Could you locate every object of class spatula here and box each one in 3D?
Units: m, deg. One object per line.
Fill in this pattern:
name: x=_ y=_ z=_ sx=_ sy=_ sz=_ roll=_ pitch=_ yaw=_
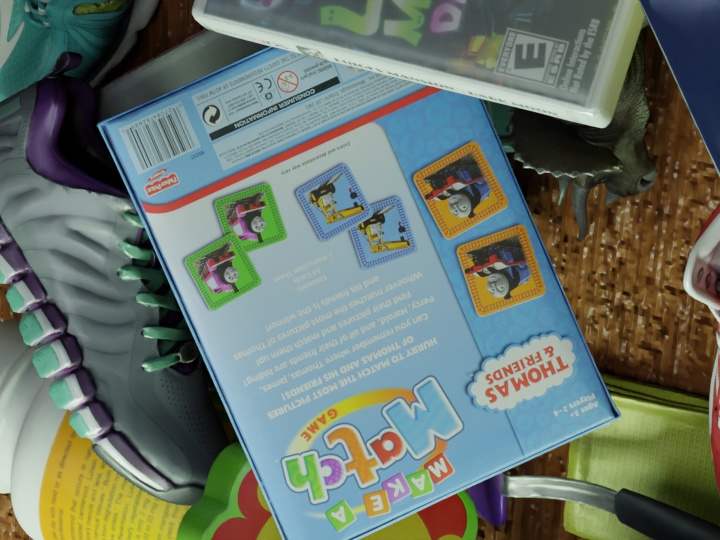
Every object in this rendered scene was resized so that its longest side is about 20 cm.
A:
spatula: x=0.100 y=0.102 z=1.098 sx=0.199 sy=0.021 sz=0.057 roll=17 pitch=124 yaw=36

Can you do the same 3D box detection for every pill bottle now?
pill bottle: x=-0.097 y=0.095 z=1.175 sx=0.199 sy=0.111 sz=0.112 roll=21 pitch=119 yaw=19

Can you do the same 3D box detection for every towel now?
towel: x=0.184 y=0.107 z=1.085 sx=0.199 sy=0.018 sz=0.087 roll=15 pitch=116 yaw=23

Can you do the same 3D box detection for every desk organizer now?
desk organizer: x=-0.075 y=-0.067 z=1.116 sx=0.199 sy=0.077 sz=0.072 roll=-25 pitch=98 yaw=34

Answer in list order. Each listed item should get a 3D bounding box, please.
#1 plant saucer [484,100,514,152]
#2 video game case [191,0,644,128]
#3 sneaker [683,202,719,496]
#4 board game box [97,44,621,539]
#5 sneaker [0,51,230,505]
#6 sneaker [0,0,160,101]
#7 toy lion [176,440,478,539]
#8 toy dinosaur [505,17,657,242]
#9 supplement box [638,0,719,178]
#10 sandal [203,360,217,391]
plant saucer: x=0.069 y=-0.145 z=1.042 sx=0.069 sy=0.019 sz=0.202 roll=0 pitch=111 yaw=28
video game case: x=0.044 y=-0.172 z=0.975 sx=0.181 sy=0.023 sz=0.202 roll=16 pitch=83 yaw=23
sneaker: x=0.169 y=0.035 z=0.995 sx=0.071 sy=0.112 sz=0.202 roll=12 pitch=110 yaw=20
board game box: x=0.000 y=0.000 z=1.020 sx=0.150 sy=0.037 sz=0.201 roll=-24 pitch=94 yaw=-2
sneaker: x=-0.104 y=0.006 z=1.073 sx=0.087 sy=0.074 sz=0.201 roll=-34 pitch=90 yaw=29
sneaker: x=-0.128 y=-0.146 z=1.111 sx=0.077 sy=0.080 sz=0.200 roll=42 pitch=125 yaw=6
toy lion: x=-0.003 y=0.168 z=1.087 sx=0.199 sy=0.193 sz=0.069 roll=32 pitch=169 yaw=-28
toy dinosaur: x=0.075 y=-0.112 z=0.997 sx=0.102 sy=0.077 sz=0.201 roll=-31 pitch=101 yaw=17
supplement box: x=0.185 y=-0.124 z=0.876 sx=0.108 sy=0.200 sz=0.110 roll=-21 pitch=100 yaw=33
sandal: x=-0.012 y=0.016 z=1.129 sx=0.199 sy=0.048 sz=0.076 roll=-9 pitch=72 yaw=22
